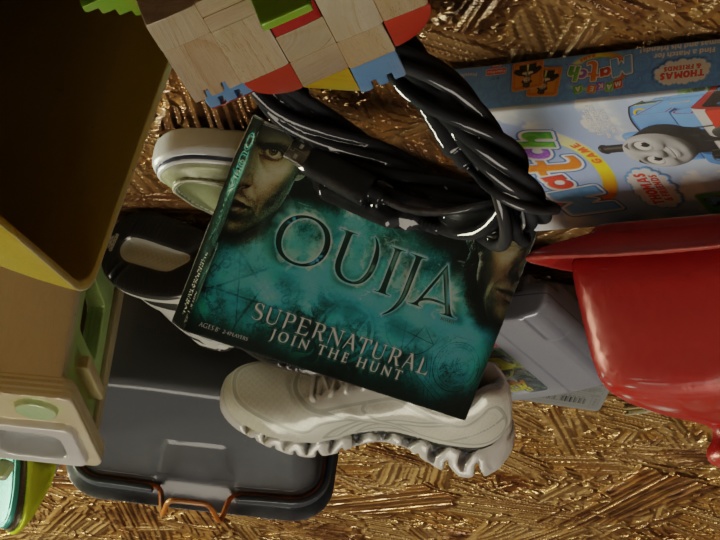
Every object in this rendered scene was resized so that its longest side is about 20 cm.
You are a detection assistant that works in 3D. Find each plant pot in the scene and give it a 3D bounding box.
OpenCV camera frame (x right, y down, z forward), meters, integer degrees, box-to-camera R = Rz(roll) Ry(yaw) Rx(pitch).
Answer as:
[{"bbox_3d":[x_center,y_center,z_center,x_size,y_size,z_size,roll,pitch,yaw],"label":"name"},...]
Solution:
[{"bbox_3d":[-0.219,-0.126,1.112,0.176,0.200,0.200,7,159,28],"label":"plant pot"}]

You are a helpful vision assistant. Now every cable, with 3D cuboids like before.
[{"bbox_3d":[0.024,-0.080,1.247,0.200,0.051,0.163,26,150,27],"label":"cable"}]

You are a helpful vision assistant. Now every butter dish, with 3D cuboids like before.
[{"bbox_3d":[0.223,0.044,1.349,0.199,0.148,0.200,-4,176,30],"label":"butter dish"}]

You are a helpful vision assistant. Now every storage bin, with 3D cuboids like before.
[{"bbox_3d":[-0.115,0.096,1.650,0.200,0.146,0.134,6,146,3],"label":"storage bin"}]

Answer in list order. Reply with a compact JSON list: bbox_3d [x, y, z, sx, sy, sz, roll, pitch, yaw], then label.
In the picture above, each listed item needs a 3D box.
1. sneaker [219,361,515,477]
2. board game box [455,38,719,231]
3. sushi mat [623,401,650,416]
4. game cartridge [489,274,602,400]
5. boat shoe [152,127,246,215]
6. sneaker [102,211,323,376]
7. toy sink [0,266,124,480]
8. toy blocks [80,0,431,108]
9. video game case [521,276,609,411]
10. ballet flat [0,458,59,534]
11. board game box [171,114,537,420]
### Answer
[{"bbox_3d":[0.006,0.081,1.522,0.200,0.075,0.081,5,143,2],"label":"sneaker"},{"bbox_3d":[0.165,-0.074,1.285,0.200,0.037,0.151,-3,154,26],"label":"board game box"},{"bbox_3d":[0.261,0.043,1.451,0.200,0.096,0.012,-11,132,37],"label":"sushi mat"},{"bbox_3d":[0.067,0.051,1.548,0.200,0.041,0.133,-7,156,31],"label":"game cartridge"},{"bbox_3d":[-0.037,-0.032,1.410,0.200,0.062,0.072,19,154,-24],"label":"boat shoe"},{"bbox_3d":[-0.066,0.024,1.517,0.200,0.076,0.115,23,172,23],"label":"sneaker"},{"bbox_3d":[-0.226,0.062,1.514,0.112,0.200,0.130,5,155,7],"label":"toy sink"},{"bbox_3d":[-0.021,-0.135,1.114,0.200,0.100,0.137,-23,152,5],"label":"toy blocks"},{"bbox_3d":[0.086,0.045,1.598,0.200,0.023,0.182,9,157,-1],"label":"video game case"},{"bbox_3d":[-0.236,0.098,1.622,0.067,0.200,0.067,7,137,-31],"label":"ballet flat"},{"bbox_3d":[0.000,0.000,1.389,0.200,0.135,0.028,18,-175,-25],"label":"board game box"}]
